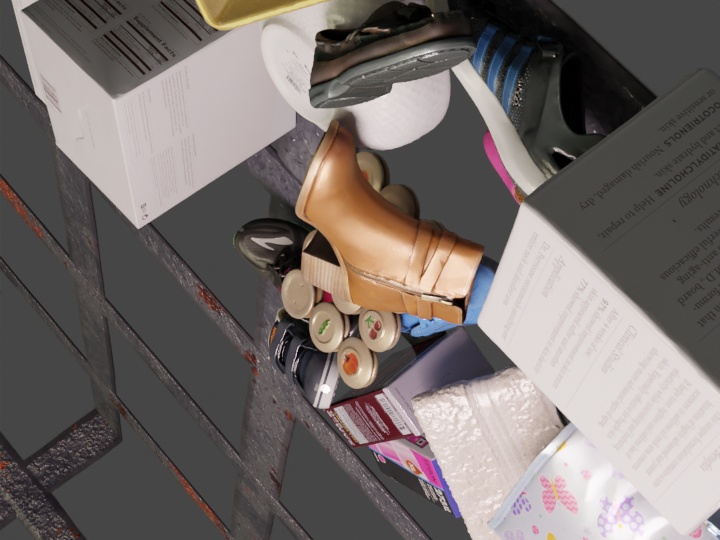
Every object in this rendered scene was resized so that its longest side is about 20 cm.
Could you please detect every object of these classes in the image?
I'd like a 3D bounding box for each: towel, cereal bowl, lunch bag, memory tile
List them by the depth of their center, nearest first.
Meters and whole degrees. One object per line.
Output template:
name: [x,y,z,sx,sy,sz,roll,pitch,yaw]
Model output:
cereal bowl: [-0.021,-0.182,1.065,0.200,0.083,0.200,41,154,25]
lunch bag: [0.226,0.208,1.084,0.170,0.127,0.200,46,147,19]
memory tile: [0.000,0.000,1.217,0.153,0.017,0.200,52,128,31]
towel: [0.142,0.182,1.227,0.034,0.132,0.200,-80,-32,-60]

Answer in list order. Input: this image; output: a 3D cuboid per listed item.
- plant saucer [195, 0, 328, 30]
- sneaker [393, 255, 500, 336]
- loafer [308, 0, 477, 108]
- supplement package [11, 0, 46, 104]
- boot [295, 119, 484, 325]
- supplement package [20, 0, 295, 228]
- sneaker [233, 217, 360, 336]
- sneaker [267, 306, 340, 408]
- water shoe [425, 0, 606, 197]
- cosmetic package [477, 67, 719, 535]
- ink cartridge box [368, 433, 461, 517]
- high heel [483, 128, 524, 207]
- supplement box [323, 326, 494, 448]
plant saucer: [-0.063,-0.295,0.945,0.200,0.048,0.200,-9,120,29]
sneaker: [0.073,0.034,1.198,0.066,0.078,0.200,60,155,-10]
loafer: [0.011,-0.160,0.905,0.200,0.072,0.063,-10,89,63]
supplement package: [-0.258,-0.252,1.324,0.111,0.156,0.200,43,155,23]
boot: [0.029,-0.036,1.082,0.155,0.074,0.200,17,146,12]
supplement package: [-0.182,-0.188,1.214,0.147,0.200,0.191,44,155,23]
sneaker: [-0.057,0.007,1.386,0.200,0.077,0.084,36,-171,17]
sneaker: [-0.064,0.093,1.432,0.079,0.079,0.200,15,-167,-8]
water shoe: [0.117,-0.137,0.898,0.071,0.079,0.200,7,-127,-59]
cosmetic package: [0.208,0.022,0.804,0.200,0.166,0.167,47,157,17]
ink cartridge box: [0.077,0.232,1.531,0.200,0.037,0.095,18,139,51]
high heel: [0.143,-0.023,0.955,0.200,0.096,0.067,47,157,13]
supplement box: [0.046,0.126,1.339,0.061,0.109,0.200,54,158,-3]
